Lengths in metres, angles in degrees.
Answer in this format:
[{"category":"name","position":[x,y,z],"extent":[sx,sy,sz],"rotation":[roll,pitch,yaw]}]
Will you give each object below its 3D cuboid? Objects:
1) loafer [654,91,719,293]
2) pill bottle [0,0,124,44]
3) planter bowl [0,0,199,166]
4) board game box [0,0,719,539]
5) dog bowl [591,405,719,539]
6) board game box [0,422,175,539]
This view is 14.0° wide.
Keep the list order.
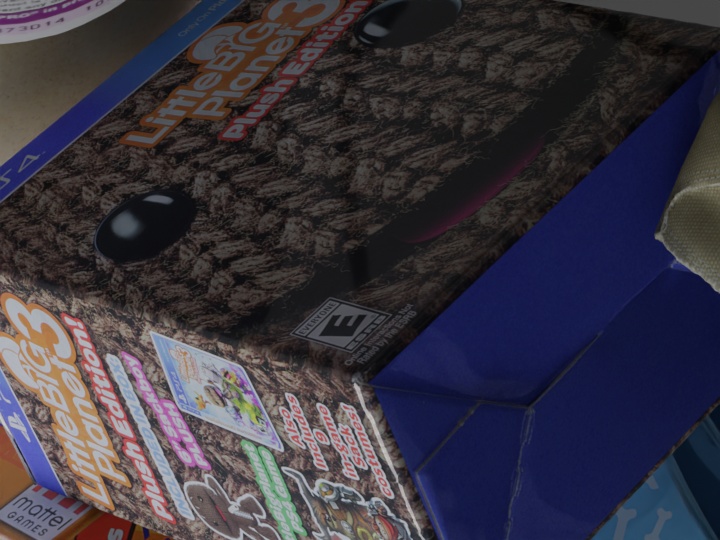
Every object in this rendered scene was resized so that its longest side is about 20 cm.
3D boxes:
[{"category":"loafer","position":[0.146,0.033,0.743],"extent":[0.076,0.068,0.200],"rotation":[9,-138,-55]},{"category":"pill bottle","position":[-0.087,-0.128,0.657],"extent":[0.112,0.113,0.200],"rotation":[27,169,1]},{"category":"planter bowl","position":[-0.160,-0.091,0.933],"extent":[0.199,0.135,0.200],"rotation":[27,168,6]},{"category":"board game box","position":[0.000,0.000,0.847],"extent":[0.199,0.159,0.097],"rotation":[14,137,45]},{"category":"dog bowl","position":[0.090,0.061,0.900],"extent":[0.112,0.049,0.200],"rotation":[53,-164,-17]},{"category":"board game box","position":[-0.058,0.089,1.041],"extent":[0.199,0.200,0.201],"rotation":[20,140,48]}]
